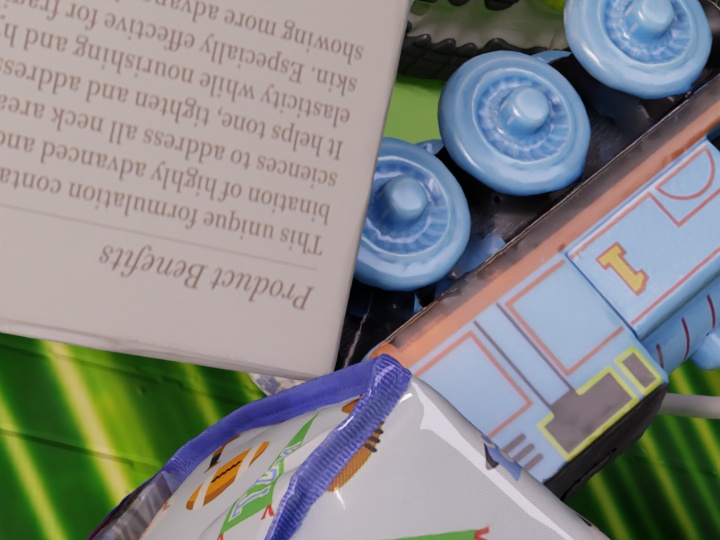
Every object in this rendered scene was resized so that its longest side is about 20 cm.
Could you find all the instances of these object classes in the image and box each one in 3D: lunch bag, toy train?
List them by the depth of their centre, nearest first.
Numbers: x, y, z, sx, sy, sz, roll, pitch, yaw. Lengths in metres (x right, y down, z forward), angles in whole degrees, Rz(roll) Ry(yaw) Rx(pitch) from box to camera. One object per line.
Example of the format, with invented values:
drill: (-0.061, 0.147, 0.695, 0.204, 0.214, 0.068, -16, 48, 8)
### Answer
lunch bag: (0.007, 0.121, 0.617, 0.170, 0.200, 0.124, 43, 74, -9)
toy train: (0.058, -0.005, 0.695, 0.200, 0.087, 0.114, -37, 82, -29)

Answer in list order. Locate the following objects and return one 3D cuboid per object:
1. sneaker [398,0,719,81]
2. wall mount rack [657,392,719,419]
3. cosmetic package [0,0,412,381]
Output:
sneaker: (0.075, -0.116, 0.929, 0.200, 0.078, 0.080, 10, 46, -37)
wall mount rack: (0.147, 0.041, 0.836, 0.174, 0.074, 0.200, -53, 136, -45)
cosmetic package: (-0.096, -0.090, 0.626, 0.167, 0.166, 0.200, 12, 90, -35)
